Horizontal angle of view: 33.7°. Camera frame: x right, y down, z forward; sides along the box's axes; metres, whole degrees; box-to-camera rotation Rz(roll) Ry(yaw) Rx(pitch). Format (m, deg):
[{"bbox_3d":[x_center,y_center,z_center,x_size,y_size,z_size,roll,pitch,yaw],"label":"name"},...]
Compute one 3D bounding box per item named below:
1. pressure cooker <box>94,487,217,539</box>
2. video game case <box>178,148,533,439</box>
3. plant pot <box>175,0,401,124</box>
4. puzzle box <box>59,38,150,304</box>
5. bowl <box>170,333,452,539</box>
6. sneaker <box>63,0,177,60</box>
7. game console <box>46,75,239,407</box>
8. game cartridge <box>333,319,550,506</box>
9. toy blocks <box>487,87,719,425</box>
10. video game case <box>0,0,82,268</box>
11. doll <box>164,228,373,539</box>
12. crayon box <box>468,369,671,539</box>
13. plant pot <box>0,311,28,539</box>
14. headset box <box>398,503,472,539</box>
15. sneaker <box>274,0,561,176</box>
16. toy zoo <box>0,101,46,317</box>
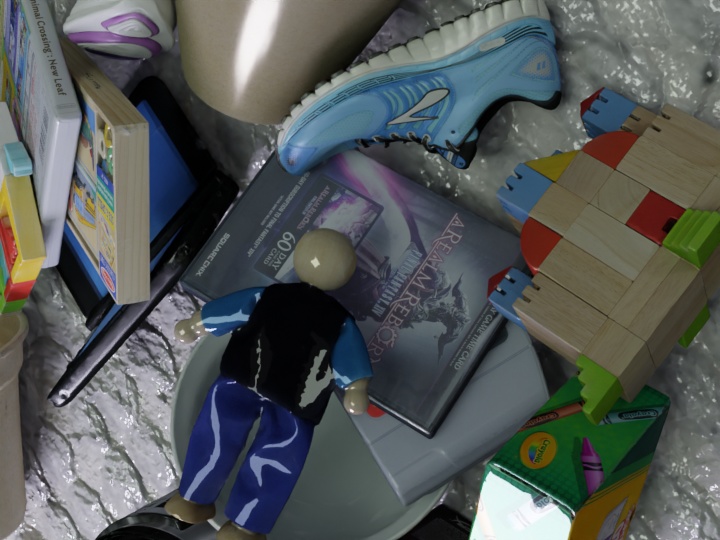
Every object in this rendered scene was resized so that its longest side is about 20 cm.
[{"bbox_3d":[-0.125,0.260,0.879,0.178,0.200,0.176,24,111,28],"label":"pressure cooker"},{"bbox_3d":[0.000,0.000,0.783,0.200,0.019,0.143,29,74,19],"label":"video game case"},{"bbox_3d":[-0.049,-0.202,0.780,0.187,0.187,0.200,42,131,20],"label":"plant pot"},{"bbox_3d":[-0.195,-0.078,0.869,0.200,0.025,0.133,44,137,52],"label":"puzzle box"},{"bbox_3d":[-0.027,0.113,0.833,0.201,0.090,0.201,-1,65,2],"label":"bowl"},{"bbox_3d":[-0.172,-0.204,0.858,0.200,0.075,0.100,-151,71,-71],"label":"sneaker"},{"bbox_3d":[-0.200,-0.023,0.934,0.116,0.176,0.200,39,121,-11],"label":"game console"},{"bbox_3d":[0.033,0.038,0.791,0.133,0.041,0.200,-30,67,-9],"label":"game cartridge"},{"bbox_3d":[0.144,-0.026,0.699,0.137,0.100,0.200,35,84,29],"label":"toy blocks"},{"bbox_3d":[-0.255,-0.129,0.923,0.182,0.022,0.200,68,153,24],"label":"video game case"},{"bbox_3d":[-0.058,0.066,0.737,0.136,0.048,0.200,26,94,18],"label":"doll"},{"bbox_3d":[0.115,0.166,0.723,0.058,0.119,0.200,29,132,26],"label":"crayon box"},{"bbox_3d":[-0.375,0.147,1.040,0.200,0.200,0.184,6,112,32],"label":"plant pot"},{"bbox_3d":[0.013,0.262,0.791,0.075,0.200,0.149,28,111,26],"label":"headset box"},{"bbox_3d":[0.037,-0.101,0.766,0.200,0.078,0.090,-22,94,15],"label":"sneaker"},{"bbox_3d":[-0.290,-0.050,0.971,0.200,0.020,0.131,-37,68,62],"label":"toy zoo"}]
